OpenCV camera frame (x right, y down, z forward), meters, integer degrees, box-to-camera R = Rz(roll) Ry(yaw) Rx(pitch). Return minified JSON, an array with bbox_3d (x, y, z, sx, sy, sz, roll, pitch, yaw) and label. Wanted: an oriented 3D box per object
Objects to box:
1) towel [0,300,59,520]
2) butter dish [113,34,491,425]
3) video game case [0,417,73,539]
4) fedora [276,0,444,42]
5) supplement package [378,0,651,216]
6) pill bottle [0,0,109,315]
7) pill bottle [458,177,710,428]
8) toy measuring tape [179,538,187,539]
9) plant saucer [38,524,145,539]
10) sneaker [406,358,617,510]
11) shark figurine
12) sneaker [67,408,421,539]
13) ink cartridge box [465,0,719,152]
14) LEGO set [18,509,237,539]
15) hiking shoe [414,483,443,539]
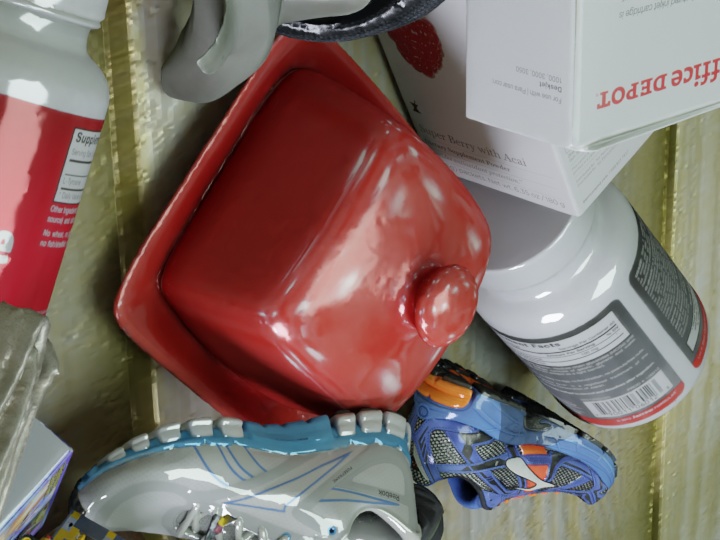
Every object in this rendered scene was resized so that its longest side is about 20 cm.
[{"bbox_3d":[-0.233,0.055,0.899,0.035,0.199,0.133,85,23,-74],"label":"towel"},{"bbox_3d":[0.000,0.000,1.174,0.200,0.147,0.200,-59,139,-12],"label":"butter dish"},{"bbox_3d":[-0.213,0.155,0.993,0.181,0.045,0.200,-49,178,-21],"label":"video game case"},{"bbox_3d":[-0.024,-0.212,1.074,0.092,0.199,0.201,-79,154,-43],"label":"fedora"},{"bbox_3d":[0.086,-0.153,1.223,0.120,0.121,0.201,-47,135,-24],"label":"supplement package"},{"bbox_3d":[-0.179,-0.049,0.975,0.112,0.112,0.201,11,98,-50],"label":"pill bottle"},{"bbox_3d":[0.133,0.007,1.354,0.116,0.115,0.200,-58,140,-12],"label":"pill bottle"},{"bbox_3d":[-0.068,0.230,1.226,0.073,0.073,0.201,-8,79,-47],"label":"toy measuring tape"},{"bbox_3d":[-0.160,0.225,1.143,0.200,0.034,0.201,-47,151,-37],"label":"plant saucer"},{"bbox_3d":[0.090,0.118,1.402,0.199,0.075,0.079,26,96,-43],"label":"sneaker"},{"bbox_3d":[-0.079,-0.142,1.020,0.215,0.127,0.090,65,34,-46],"label":"shark figurine"},{"bbox_3d":[-0.052,0.126,1.132,0.199,0.087,0.075,-4,152,-25],"label":"sneaker"},{"bbox_3d":[0.128,-0.176,1.100,0.144,0.084,0.201,-18,116,-40],"label":"ink cartridge box"},{"bbox_3d":[-0.108,0.214,1.051,0.154,0.115,0.201,-51,153,-30],"label":"LEGO set"},{"bbox_3d":[-0.022,0.213,1.318,0.200,0.076,0.101,-44,146,-16],"label":"hiking shoe"}]
